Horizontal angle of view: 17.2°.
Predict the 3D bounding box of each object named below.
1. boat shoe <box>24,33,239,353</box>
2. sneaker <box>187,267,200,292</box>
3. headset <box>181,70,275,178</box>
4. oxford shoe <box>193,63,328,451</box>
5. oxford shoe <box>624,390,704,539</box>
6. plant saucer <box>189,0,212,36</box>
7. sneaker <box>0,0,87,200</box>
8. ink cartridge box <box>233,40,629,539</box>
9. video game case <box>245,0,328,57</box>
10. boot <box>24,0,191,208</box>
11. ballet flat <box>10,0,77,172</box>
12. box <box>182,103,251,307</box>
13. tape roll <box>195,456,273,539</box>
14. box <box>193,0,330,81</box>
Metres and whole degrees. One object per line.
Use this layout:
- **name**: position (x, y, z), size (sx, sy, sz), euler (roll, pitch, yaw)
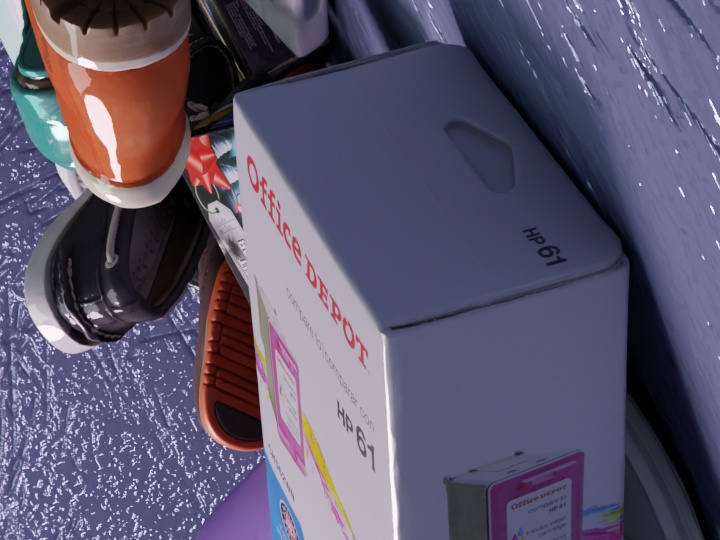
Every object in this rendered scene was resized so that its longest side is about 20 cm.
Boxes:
- **boat shoe**: position (-0.091, -0.044, 1.116), size (0.074, 0.060, 0.200), euler (56, -141, -26)
- **sneaker**: position (-0.053, -0.011, 1.231), size (0.200, 0.079, 0.075), euler (39, 176, -2)
- **headset**: position (0.000, 0.000, 1.074), size (0.200, 0.094, 0.124), euler (54, 176, -4)
- **oxford shoe**: position (-0.047, 0.000, 1.151), size (0.071, 0.200, 0.072), euler (30, 149, -26)
- **oxford shoe**: position (0.091, 0.101, 0.853), size (0.075, 0.058, 0.200), euler (-117, 4, -53)
- **plant saucer**: position (-0.114, -0.156, 1.305), size (0.200, 0.032, 0.200), euler (61, -179, -2)
- **sneaker**: position (-0.157, -0.125, 1.293), size (0.118, 0.074, 0.201), euler (53, 164, 44)
- **ink cartridge box**: position (0.023, 0.047, 0.793), size (0.145, 0.084, 0.200), euler (-124, 26, -50)
- **video game case**: position (-0.088, -0.195, 1.048), size (0.200, 0.024, 0.182), euler (48, 172, 10)
- **boot**: position (-0.110, -0.113, 0.980), size (0.200, 0.075, 0.107), euler (-107, 9, -48)
- **ballet flat**: position (-0.123, -0.107, 1.099), size (0.200, 0.067, 0.071), euler (-86, -12, -56)
- **box**: position (0.014, 0.018, 0.966), size (0.137, 0.040, 0.200), euler (-10, 111, 54)
- **tape roll**: position (0.023, 0.159, 1.122), size (0.200, 0.085, 0.200), euler (27, -143, -22)
- **box**: position (-0.082, -0.185, 1.226), size (0.200, 0.049, 0.161), euler (63, 178, 1)
